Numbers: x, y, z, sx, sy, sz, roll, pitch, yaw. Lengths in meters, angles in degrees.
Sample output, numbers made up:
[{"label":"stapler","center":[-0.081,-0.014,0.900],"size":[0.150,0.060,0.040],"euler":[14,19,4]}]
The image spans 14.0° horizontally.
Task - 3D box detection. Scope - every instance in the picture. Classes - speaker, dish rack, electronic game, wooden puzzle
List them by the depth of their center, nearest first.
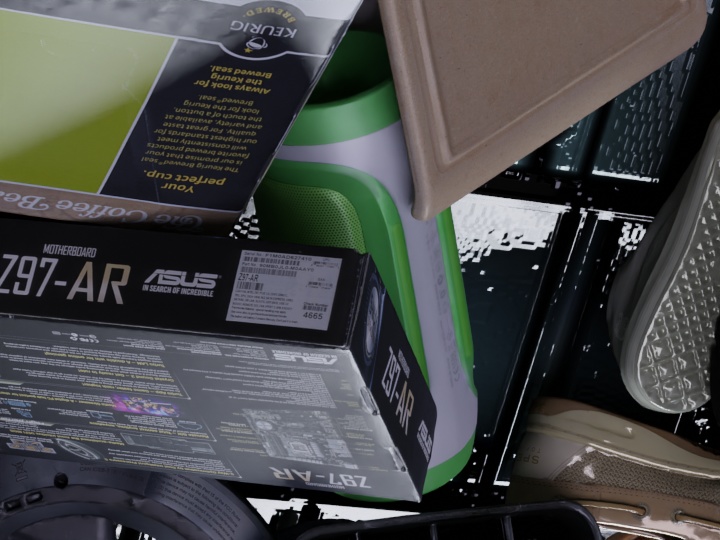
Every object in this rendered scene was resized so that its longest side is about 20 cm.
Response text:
[{"label":"wooden puzzle","center":[0.069,-0.143,1.210],"size":[0.185,0.037,0.200],"euler":[-33,130,-34]},{"label":"speaker","center":[0.000,0.000,1.272],"size":[0.088,0.088,0.200],"euler":[-15,121,-8]},{"label":"dish rack","center":[0.039,0.208,1.297],"size":[0.153,0.055,0.200],"euler":[-4,84,-22]},{"label":"electronic game","center":[-0.123,0.170,1.323],"size":[0.200,0.042,0.200],"euler":[1,102,3]}]

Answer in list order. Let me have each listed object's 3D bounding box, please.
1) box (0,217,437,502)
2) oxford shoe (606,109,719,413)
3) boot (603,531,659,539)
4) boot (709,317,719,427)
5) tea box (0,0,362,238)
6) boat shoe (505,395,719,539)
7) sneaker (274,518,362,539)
[{"label":"box","center":[-0.080,0.037,1.196],"size":[0.200,0.044,0.160],"euler":[5,156,16]},{"label":"oxford shoe","center":[0.170,-0.030,1.328],"size":[0.075,0.058,0.200],"euler":[28,92,-21]},{"label":"boot","center":[0.203,0.185,1.390],"size":[0.200,0.155,0.077],"euler":[0,122,-16]},{"label":"boot","center":[0.263,0.007,1.270],"size":[0.158,0.079,0.211],"euler":[20,116,-21]},{"label":"tea box","center":[-0.117,-0.127,1.100],"size":[0.200,0.134,0.197],"euler":[8,142,-21]},{"label":"boat shoe","center":[0.166,0.118,1.367],"size":[0.200,0.071,0.065],"euler":[18,80,-1]},{"label":"sneaker","center":[0.017,0.151,1.363],"size":[0.200,0.081,0.075],"euler":[-6,116,-13]}]
